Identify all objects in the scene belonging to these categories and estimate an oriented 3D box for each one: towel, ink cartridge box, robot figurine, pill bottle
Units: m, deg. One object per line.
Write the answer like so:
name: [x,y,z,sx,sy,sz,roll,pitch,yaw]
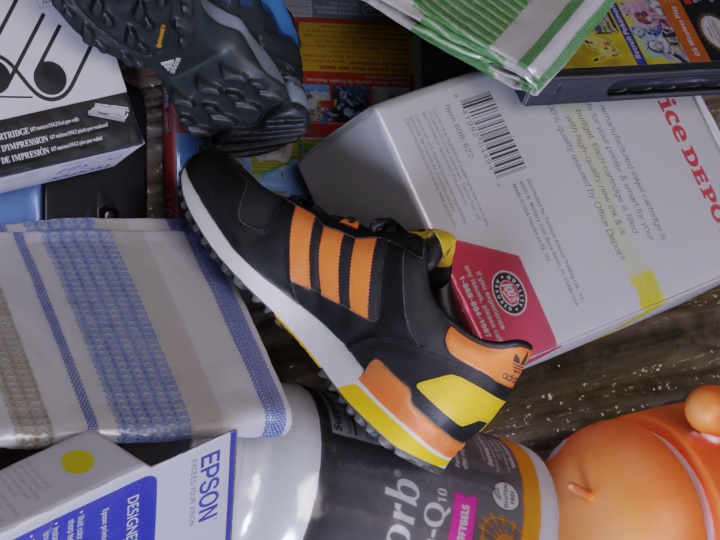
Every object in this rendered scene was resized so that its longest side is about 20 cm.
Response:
towel: [-0.141,0.030,1.311,0.200,0.024,0.147,-2,43,-27]
ink cartridge box: [0.091,-0.031,1.444,0.200,0.083,0.145,-20,82,-35]
towel: [0.040,-0.177,1.422,0.200,0.023,0.153,29,55,17]
robot figurine: [0.170,0.124,1.469,0.200,0.144,0.117,-9,82,-38]
pill bottle: [-0.013,0.119,1.389,0.200,0.116,0.116,16,78,-24]
ink cartridge box: [-0.153,0.163,1.288,0.200,0.198,0.047,-25,52,-28]
ink cartridge box: [-0.209,-0.076,1.329,0.200,0.044,0.094,-15,84,-28]

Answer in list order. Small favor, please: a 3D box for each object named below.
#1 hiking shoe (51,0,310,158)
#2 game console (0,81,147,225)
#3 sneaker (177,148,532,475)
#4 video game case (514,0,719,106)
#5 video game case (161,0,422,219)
hiking shoe: [-0.094,-0.140,1.358,0.200,0.074,0.087,52,28,-41]
game console: [-0.196,-0.013,1.360,0.200,0.031,0.177,4,84,-26]
sneaker: [0.000,0.000,1.352,0.090,0.070,0.200,-44,69,8]
video game case: [0.129,-0.170,1.480,0.181,0.026,0.200,-5,53,-27]
video game case: [-0.035,-0.109,1.456,0.143,0.017,0.200,1,84,-26]
